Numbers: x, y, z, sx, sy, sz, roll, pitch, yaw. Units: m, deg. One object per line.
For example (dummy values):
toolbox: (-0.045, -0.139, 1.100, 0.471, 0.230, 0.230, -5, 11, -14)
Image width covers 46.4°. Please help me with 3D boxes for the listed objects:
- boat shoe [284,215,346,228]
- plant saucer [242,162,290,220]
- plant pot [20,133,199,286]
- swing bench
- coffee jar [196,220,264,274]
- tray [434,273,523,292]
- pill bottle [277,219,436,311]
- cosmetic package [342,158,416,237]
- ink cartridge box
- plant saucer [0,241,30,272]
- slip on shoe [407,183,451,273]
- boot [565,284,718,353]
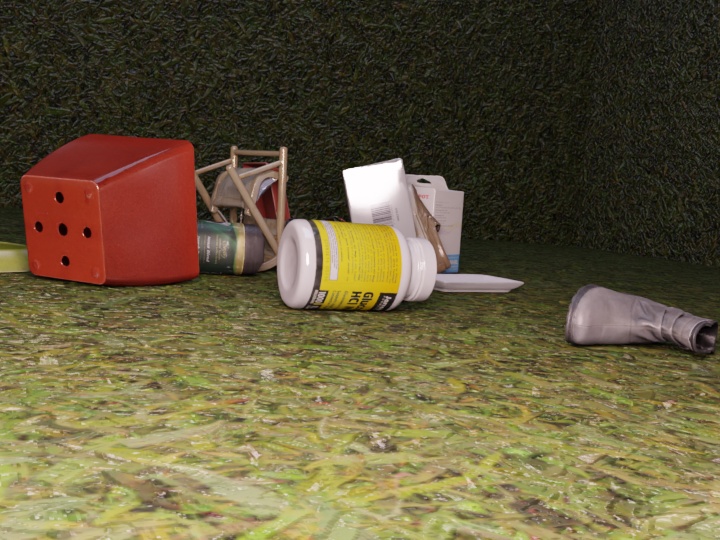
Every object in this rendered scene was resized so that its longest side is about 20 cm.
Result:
boat shoe: (-0.043, -0.059, 1.472, 0.197, 0.065, 0.074, -1, 21, -29)
plant saucer: (-0.181, -0.120, 1.695, 0.036, 0.205, 0.199, -14, 11, -19)
plant pot: (-0.359, -0.076, 1.177, 0.195, 0.205, 0.176, 7, 16, 22)
swing bench: (-0.215, -0.117, 1.565, 0.128, 0.205, 0.197, -23, 21, -33)
coffee jar: (-0.258, -0.039, 1.387, 0.195, 0.088, 0.104, 3, 2, -16)
tray: (0.189, 0.023, 1.502, 0.196, 0.023, 0.106, 1, 6, -36)
pill bottle: (-0.003, -0.005, 1.107, 0.195, 0.116, 0.112, 2, 6, -24)
cosmetic package: (0.038, -0.106, 1.652, 0.120, 0.205, 0.200, -11, 5, 2)
ink cartridge box: (0.139, -0.103, 1.819, 0.126, 0.206, 0.124, 9, 6, 38)
plant saucer: (-0.568, -0.024, 1.239, 0.195, 0.032, 0.200, 6, 5, -1)
slip on shoe: (0.133, -0.087, 1.705, 0.059, 0.204, 0.076, -12, -26, -1)
boot: (0.336, 0.062, 0.987, 0.130, 0.072, 0.197, 17, 16, 42)
